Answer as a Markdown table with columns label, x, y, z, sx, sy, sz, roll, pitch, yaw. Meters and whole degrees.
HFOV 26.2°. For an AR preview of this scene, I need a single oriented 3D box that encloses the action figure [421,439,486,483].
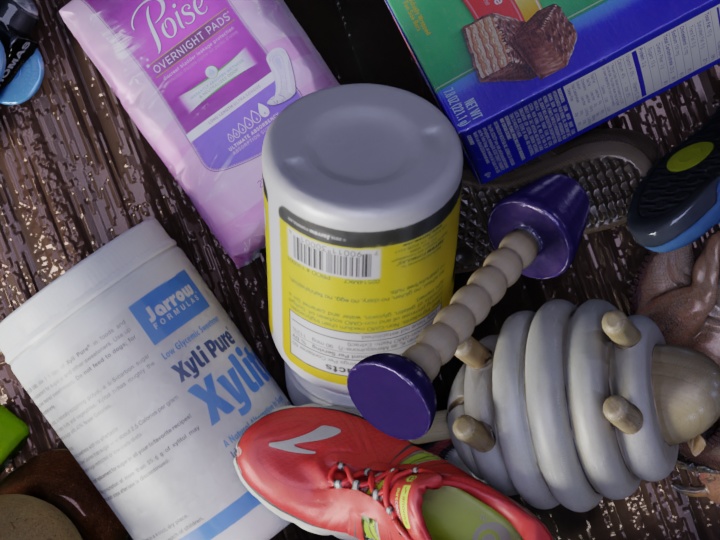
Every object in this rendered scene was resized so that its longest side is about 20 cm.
| label | x | y | z | sx | sy | sz | roll | pitch | yaw |
| --- | --- | --- | --- | --- | --- | --- | --- | --- | --- |
| action figure | 0.023 | 0.180 | 1.002 | 0.149 | 0.134 | 0.201 | 20 | 82 | 44 |

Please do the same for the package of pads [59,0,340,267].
| label | x | y | z | sx | sy | sz | roll | pitch | yaw |
| --- | --- | --- | --- | --- | --- | --- | --- | --- | --- |
| package of pads | -0.083 | -0.116 | 0.975 | 0.120 | 0.076 | 0.201 | -35 | 92 | 3 |

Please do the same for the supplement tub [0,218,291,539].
| label | x | y | z | sx | sy | sz | roll | pitch | yaw |
| --- | --- | --- | --- | --- | --- | --- | --- | --- | --- |
| supplement tub | -0.122 | 0.084 | 0.968 | 0.132 | 0.132 | 0.200 | -35 | 93 | 6 |

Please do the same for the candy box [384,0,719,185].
| label | x | y | z | sx | sy | sz | roll | pitch | yaw |
| --- | --- | --- | --- | --- | --- | --- | --- | --- | --- |
| candy box | 0.119 | -0.176 | 0.926 | 0.199 | 0.077 | 0.170 | -27 | 65 | 4 |

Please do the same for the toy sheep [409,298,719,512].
| label | x | y | z | sx | sy | sz | roll | pitch | yaw |
| --- | --- | --- | --- | --- | --- | --- | --- | --- | --- |
| toy sheep | 0.118 | 0.079 | 0.914 | 0.199 | 0.138 | 0.139 | -5 | 95 | 24 |

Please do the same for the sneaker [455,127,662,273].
| label | x | y | z | sx | sy | sz | roll | pitch | yaw |
| --- | --- | --- | --- | --- | --- | --- | --- | --- | --- |
| sneaker | 0.094 | -0.047 | 0.980 | 0.199 | 0.076 | 0.071 | -6 | 109 | 23 |

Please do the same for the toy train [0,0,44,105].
| label | x | y | z | sx | sy | sz | roll | pitch | yaw |
| --- | --- | --- | --- | --- | --- | --- | --- | --- | --- |
| toy train | -0.289 | -0.110 | 0.988 | 0.114 | 0.087 | 0.200 | 40 | 99 | 9 |

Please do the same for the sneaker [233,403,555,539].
| label | x | y | z | sx | sy | sz | roll | pitch | yaw |
| --- | --- | --- | --- | --- | --- | --- | --- | --- | --- |
| sneaker | 0.022 | 0.125 | 0.879 | 0.199 | 0.085 | 0.077 | 20 | 77 | 7 |

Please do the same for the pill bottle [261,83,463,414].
| label | x | y | z | sx | sy | sz | roll | pitch | yaw |
| --- | --- | --- | --- | --- | --- | --- | --- | --- | --- |
| pill bottle | 0.000 | 0.000 | 0.918 | 0.113 | 0.115 | 0.201 | 5 | 136 | 3 |

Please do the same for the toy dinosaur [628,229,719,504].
| label | x | y | z | sx | sy | sz | roll | pitch | yaw |
| --- | --- | --- | --- | --- | --- | --- | --- | --- | --- |
| toy dinosaur | 0.213 | 0.050 | 0.972 | 0.135 | 0.086 | 0.201 | -33 | 81 | 27 |

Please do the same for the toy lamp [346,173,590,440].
| label | x | y | z | sx | sy | sz | roll | pitch | yaw |
| --- | --- | --- | --- | --- | --- | --- | --- | --- | --- |
| toy lamp | 0.069 | 0.013 | 0.858 | 0.058 | 0.058 | 0.200 | 43 | 52 | -1 |

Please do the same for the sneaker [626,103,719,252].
| label | x | y | z | sx | sy | sz | roll | pitch | yaw |
| --- | --- | --- | --- | --- | --- | --- | --- | --- | --- |
| sneaker | 0.231 | -0.058 | 0.922 | 0.200 | 0.066 | 0.079 | -44 | 116 | -36 |

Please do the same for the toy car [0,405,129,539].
| label | x | y | z | sx | sy | sz | roll | pitch | yaw |
| --- | --- | --- | --- | --- | --- | --- | --- | --- | --- |
| toy car | -0.221 | 0.195 | 0.949 | 0.164 | 0.200 | 0.158 | 38 | 96 | 0 |
